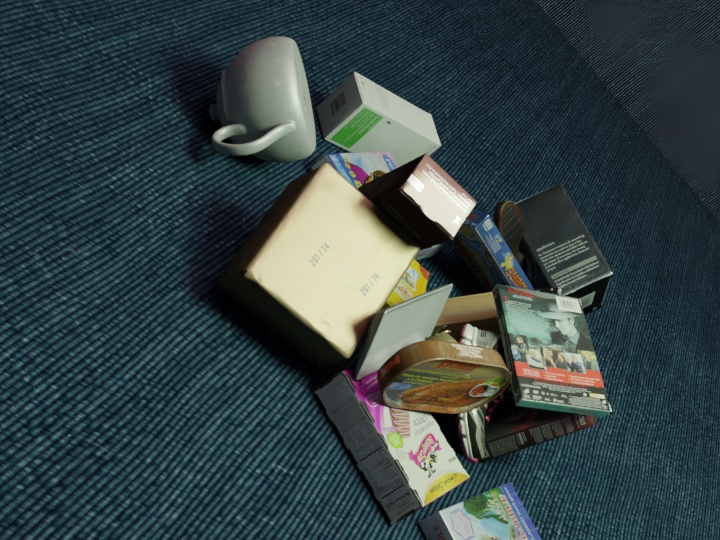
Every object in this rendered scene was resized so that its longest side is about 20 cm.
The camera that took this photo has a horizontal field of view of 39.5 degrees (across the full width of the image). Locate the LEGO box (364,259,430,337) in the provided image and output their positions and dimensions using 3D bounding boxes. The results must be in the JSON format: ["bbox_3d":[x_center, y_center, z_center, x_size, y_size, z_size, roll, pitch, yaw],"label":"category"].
[{"bbox_3d":[0.000,0.000,1.480,0.200,0.077,0.149,42,31,-15],"label":"LEGO box"}]

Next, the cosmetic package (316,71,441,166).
[{"bbox_3d":[0.033,-0.255,1.772,0.200,0.108,0.085,21,42,-39],"label":"cosmetic package"}]

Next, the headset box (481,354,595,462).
[{"bbox_3d":[0.248,0.178,1.495,0.075,0.200,0.149,62,11,-55],"label":"headset box"}]

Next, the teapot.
[{"bbox_3d":[-0.152,-0.243,1.481,0.200,0.146,0.198,63,17,-80],"label":"teapot"}]

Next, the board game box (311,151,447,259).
[{"bbox_3d":[0.036,-0.105,1.662,0.200,0.041,0.199,58,31,11],"label":"board game box"}]

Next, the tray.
[{"bbox_3d":[0.055,0.075,1.343,0.022,0.107,0.200,31,24,22],"label":"tray"}]

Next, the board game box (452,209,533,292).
[{"bbox_3d":[0.215,-0.027,1.714,0.200,0.034,0.135,54,-12,-29],"label":"board game box"}]

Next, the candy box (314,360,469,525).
[{"bbox_3d":[0.043,0.217,1.322,0.136,0.061,0.200,-12,68,-58],"label":"candy box"}]

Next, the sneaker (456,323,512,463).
[{"bbox_3d":[0.181,0.174,1.428,0.074,0.087,0.200,82,11,-68],"label":"sneaker"}]

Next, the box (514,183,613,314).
[{"bbox_3d":[0.362,-0.021,1.867,0.197,0.117,0.200,72,-7,-68],"label":"box"}]

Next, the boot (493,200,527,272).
[{"bbox_3d":[0.234,-0.058,1.778,0.097,0.200,0.075,29,60,34],"label":"boot"}]

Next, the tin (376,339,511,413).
[{"bbox_3d":[0.110,0.139,1.314,0.200,0.112,0.042,13,46,-39],"label":"tin"}]

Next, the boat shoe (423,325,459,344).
[{"bbox_3d":[0.098,0.124,1.399,0.073,0.200,0.063,-11,67,-9],"label":"boat shoe"}]

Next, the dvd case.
[{"bbox_3d":[0.272,0.113,1.442,0.146,0.022,0.200,9,50,-19],"label":"dvd case"}]

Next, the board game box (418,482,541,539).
[{"bbox_3d":[0.189,0.398,1.342,0.199,0.041,0.200,-3,60,-54],"label":"board game box"}]

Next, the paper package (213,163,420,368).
[{"bbox_3d":[-0.053,-0.004,1.312,0.191,0.103,0.200,41,63,-17],"label":"paper package"}]

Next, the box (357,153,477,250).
[{"bbox_3d":[0.057,-0.081,1.369,0.100,0.200,0.075,42,68,-15],"label":"box"}]

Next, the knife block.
[{"bbox_3d":[0.210,0.068,1.563,0.200,0.176,0.064,28,34,-16],"label":"knife block"}]
